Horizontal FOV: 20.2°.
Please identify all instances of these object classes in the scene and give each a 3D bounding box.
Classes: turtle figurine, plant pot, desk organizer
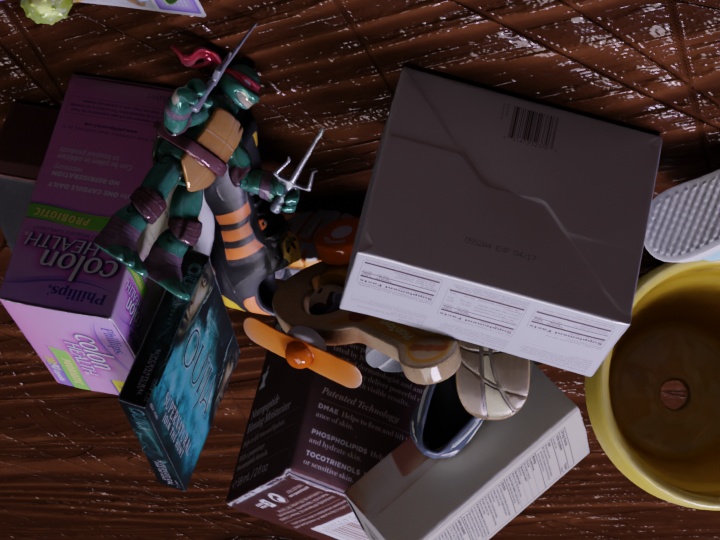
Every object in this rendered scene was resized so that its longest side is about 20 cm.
[{"bbox_3d":[-0.112,-0.083,1.501,0.149,0.201,0.101,32,180,-39],"label":"turtle figurine"},{"bbox_3d":[0.274,0.095,1.653,0.199,0.202,0.189,15,173,-2],"label":"plant pot"},{"bbox_3d":[-0.257,-0.050,1.724,0.071,0.077,0.200,10,148,12],"label":"desk organizer"}]

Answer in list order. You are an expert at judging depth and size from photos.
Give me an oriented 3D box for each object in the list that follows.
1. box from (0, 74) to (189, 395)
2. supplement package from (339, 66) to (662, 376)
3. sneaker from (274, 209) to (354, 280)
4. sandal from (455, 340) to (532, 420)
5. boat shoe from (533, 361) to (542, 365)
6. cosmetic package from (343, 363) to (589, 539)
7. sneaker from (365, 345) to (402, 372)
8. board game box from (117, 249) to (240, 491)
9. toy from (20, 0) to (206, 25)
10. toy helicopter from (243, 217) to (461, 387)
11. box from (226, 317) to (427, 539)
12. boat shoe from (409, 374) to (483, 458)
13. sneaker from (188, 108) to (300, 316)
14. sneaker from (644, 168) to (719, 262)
[{"bbox_3d":[-0.197,-0.024,1.629,0.096,0.201,0.176,9,158,12],"label":"box"},{"bbox_3d":[0.102,-0.035,1.481,0.199,0.157,0.111,15,156,-2],"label":"supplement package"},{"bbox_3d":[0.000,0.000,1.696,0.199,0.078,0.078,4,127,23],"label":"sneaker"},{"bbox_3d":[0.113,0.019,1.605,0.080,0.201,0.054,8,-163,6],"label":"sandal"},{"bbox_3d":[0.079,0.052,1.806,0.201,0.075,0.075,16,166,0],"label":"boat shoe"},{"bbox_3d":[0.093,0.174,1.742,0.087,0.200,0.104,46,168,29],"label":"cosmetic package"},{"bbox_3d":[0.096,0.029,1.739,0.199,0.081,0.071,-7,148,-10],"label":"sneaker"},{"bbox_3d":[-0.144,0.084,1.642,0.028,0.136,0.200,17,158,11],"label":"board game box"},{"bbox_3d":[-0.219,-0.206,1.418,0.199,0.048,0.115,5,154,20],"label":"toy"},{"bbox_3d":[0.000,0.043,1.558,0.200,0.132,0.079,29,143,49],"label":"toy helicopter"},{"bbox_3d":[-0.005,0.141,1.892,0.163,0.201,0.166,22,156,-17],"label":"box"},{"bbox_3d":[0.102,0.064,1.661,0.075,0.201,0.062,34,-176,2],"label":"boat shoe"},{"bbox_3d":[-0.085,-0.044,1.622,0.090,0.070,0.201,22,136,10],"label":"sneaker"},{"bbox_3d":[0.302,-0.054,1.456,0.199,0.075,0.082,-13,176,39],"label":"sneaker"}]
